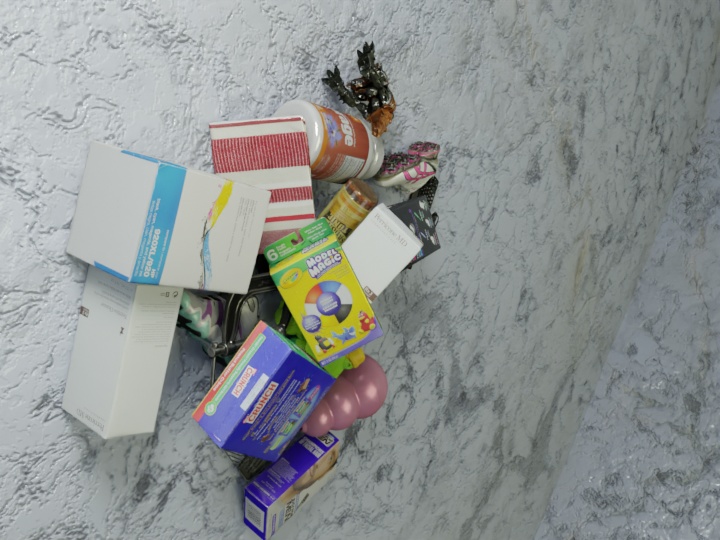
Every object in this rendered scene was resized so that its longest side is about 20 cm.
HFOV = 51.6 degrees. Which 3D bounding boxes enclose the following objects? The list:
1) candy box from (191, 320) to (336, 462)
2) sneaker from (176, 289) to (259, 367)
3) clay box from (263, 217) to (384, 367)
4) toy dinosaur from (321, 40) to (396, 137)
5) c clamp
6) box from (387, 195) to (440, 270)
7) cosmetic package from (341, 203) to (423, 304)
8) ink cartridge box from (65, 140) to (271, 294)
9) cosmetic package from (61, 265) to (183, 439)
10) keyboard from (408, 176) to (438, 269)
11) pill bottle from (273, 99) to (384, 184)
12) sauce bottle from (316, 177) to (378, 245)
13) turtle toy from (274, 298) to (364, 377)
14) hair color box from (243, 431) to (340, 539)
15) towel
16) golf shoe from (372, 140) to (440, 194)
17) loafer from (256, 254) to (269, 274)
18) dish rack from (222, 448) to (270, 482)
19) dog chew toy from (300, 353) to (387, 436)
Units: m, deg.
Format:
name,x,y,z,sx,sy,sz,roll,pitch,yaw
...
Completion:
name,x,y,z,sx,sy,sz,roll,pitch,yaw
candy box,-0.139,0.189,1.123,0.170,0.077,0.200,-52,156,-6
sneaker,-0.210,0.043,1.121,0.141,0.077,0.201,-59,152,-21
clay box,-0.056,0.034,1.126,0.113,0.048,0.202,-27,113,2
toy dinosaur,0.022,-0.290,1.224,0.102,0.201,0.136,-42,127,5
c clamp,-0.162,0.084,1.134,0.199,0.027,0.175,-20,121,-55
box,0.043,-0.054,1.336,0.199,0.120,0.108,-29,103,-56
cosmetic package,0.000,0.000,1.198,0.201,0.101,0.074,-49,179,13
ink cartridge box,-0.241,-0.063,0.960,0.198,0.145,0.148,9,97,-54
cosmetic package,-0.311,0.101,0.969,0.080,0.111,0.205,8,96,-54
keyboard,0.130,-0.101,1.554,0.103,0.039,0.204,17,91,-55
pill bottle,-0.049,-0.201,1.198,0.198,0.111,0.115,1,104,-55
sauce bottle,-0.052,-0.060,1.230,0.201,0.066,0.065,-51,151,22
turtle toy,-0.086,0.126,1.294,0.144,0.101,0.202,-34,137,-11
hair color box,-0.125,0.388,1.374,0.199,0.064,0.111,-38,147,-41
towel,-0.141,-0.123,1.099,0.023,0.141,0.204,-99,-176,-68
golf shoe,0.092,-0.184,1.435,0.199,0.072,0.094,-28,128,-46
loafer,-0.133,-0.056,1.179,0.073,0.070,0.203,-43,136,-35
dish rack,-0.176,0.269,1.278,0.154,0.054,0.202,-50,140,-28
dog chew toy,-0.042,0.241,1.403,0.198,0.123,0.127,-28,127,-34
